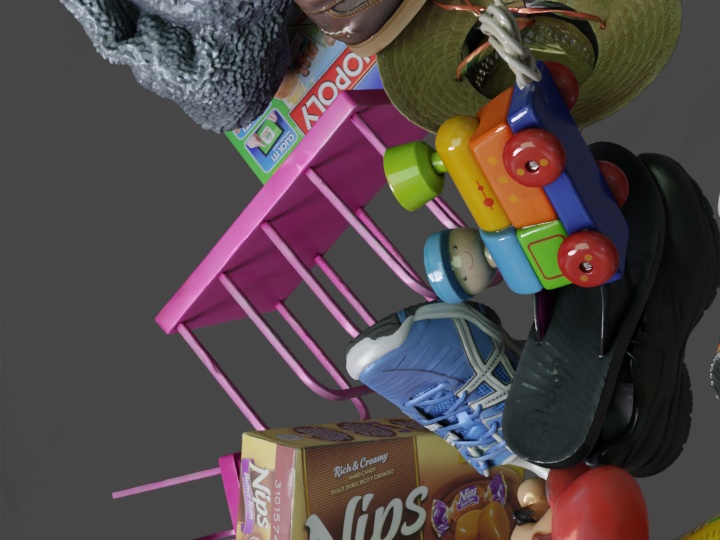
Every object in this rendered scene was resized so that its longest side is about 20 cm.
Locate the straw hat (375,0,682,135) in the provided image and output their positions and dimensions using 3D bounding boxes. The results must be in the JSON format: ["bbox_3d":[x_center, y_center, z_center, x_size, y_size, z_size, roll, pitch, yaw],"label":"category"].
[{"bbox_3d":[0.108,-0.120,1.258,0.200,0.202,0.085,16,145,29],"label":"straw hat"}]

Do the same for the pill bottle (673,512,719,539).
[{"bbox_3d":[0.223,0.199,1.198,0.200,0.111,0.112,-36,75,28],"label":"pill bottle"}]

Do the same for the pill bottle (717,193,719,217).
[{"bbox_3d":[0.301,-0.016,1.116,0.199,0.112,0.113,32,108,24],"label":"pill bottle"}]

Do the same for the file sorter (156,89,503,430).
[{"bbox_3d":[0.000,0.000,1.299,0.126,0.139,0.200,48,115,16],"label":"file sorter"}]

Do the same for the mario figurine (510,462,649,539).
[{"bbox_3d":[0.092,0.176,1.227,0.106,0.124,0.200,38,122,-6],"label":"mario figurine"}]

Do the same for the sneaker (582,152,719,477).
[{"bbox_3d":[0.167,0.030,1.235,0.075,0.091,0.202,5,94,32],"label":"sneaker"}]

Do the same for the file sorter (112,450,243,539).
[{"bbox_3d":[-0.070,0.223,1.361,0.125,0.139,0.202,-16,85,32],"label":"file sorter"}]

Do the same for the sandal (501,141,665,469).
[{"bbox_3d":[0.128,0.014,1.190,0.075,0.048,0.202,4,71,30],"label":"sandal"}]

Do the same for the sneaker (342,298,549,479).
[{"bbox_3d":[0.072,0.075,1.225,0.076,0.199,0.078,-38,51,33],"label":"sneaker"}]

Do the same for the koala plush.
[{"bbox_3d":[-0.071,-0.211,1.296,0.200,0.177,0.184,-38,85,26],"label":"koala plush"}]

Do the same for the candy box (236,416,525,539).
[{"bbox_3d":[0.014,0.154,1.267,0.056,0.199,0.118,10,98,46],"label":"candy box"}]

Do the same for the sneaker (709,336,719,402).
[{"bbox_3d":[0.302,0.058,1.168,0.199,0.090,0.070,18,134,6],"label":"sneaker"}]

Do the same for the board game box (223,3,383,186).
[{"bbox_3d":[-0.025,-0.160,1.375,0.200,0.029,0.135,-47,69,24],"label":"board game box"}]

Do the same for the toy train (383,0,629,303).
[{"bbox_3d":[0.061,-0.070,1.120,0.115,0.085,0.201,-18,121,24],"label":"toy train"}]

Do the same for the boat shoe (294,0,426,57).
[{"bbox_3d":[0.038,-0.224,1.227,0.201,0.070,0.070,-53,35,0],"label":"boat shoe"}]
